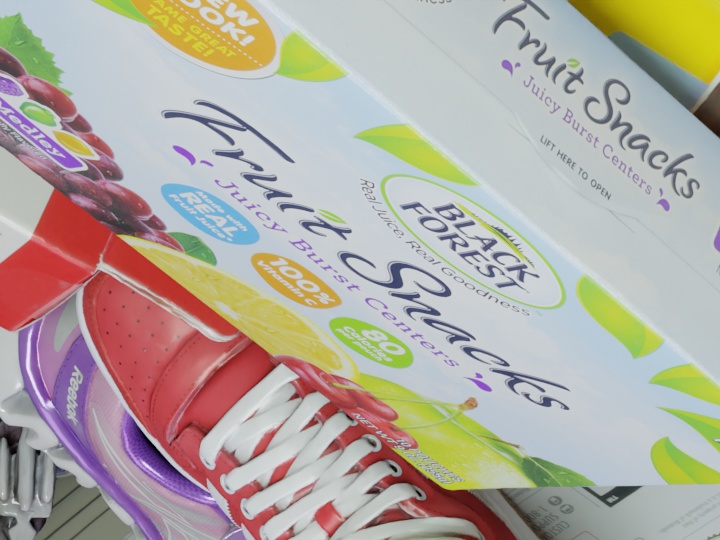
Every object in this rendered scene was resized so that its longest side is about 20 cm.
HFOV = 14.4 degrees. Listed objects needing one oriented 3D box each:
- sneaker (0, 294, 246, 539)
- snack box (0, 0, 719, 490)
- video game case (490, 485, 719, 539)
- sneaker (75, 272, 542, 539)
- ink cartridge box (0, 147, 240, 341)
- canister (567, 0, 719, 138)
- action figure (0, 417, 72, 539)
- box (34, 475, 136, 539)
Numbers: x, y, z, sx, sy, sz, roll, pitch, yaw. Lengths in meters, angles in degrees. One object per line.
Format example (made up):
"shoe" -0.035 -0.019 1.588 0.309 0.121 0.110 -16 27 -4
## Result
"sneaker" -0.031 0.069 0.897 0.200 0.081 0.088 47 155 -25
"snack box" 0.005 -0.022 0.641 0.200 0.053 0.142 38 154 -28
"video game case" 0.090 0.107 0.863 0.182 0.023 0.200 36 125 -25
"sneaker" -0.007 0.068 0.759 0.200 0.071 0.112 45 -167 0
"ink cartridge box" -0.110 -0.066 0.759 0.200 0.116 0.067 31 152 -17
"canister" 0.106 -0.027 0.705 0.200 0.087 0.149 30 153 -12
"action figure" -0.150 0.067 0.957 0.130 0.200 0.070 2 113 16
"box" -0.167 0.112 1.065 0.200 0.128 0.109 19 121 23
